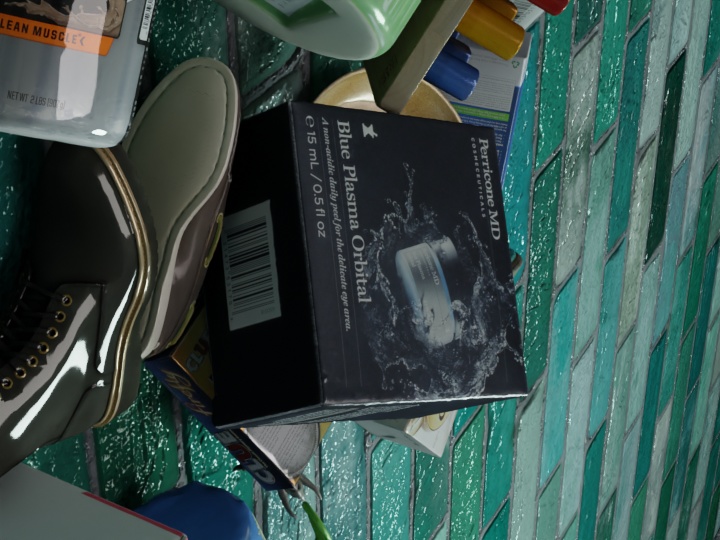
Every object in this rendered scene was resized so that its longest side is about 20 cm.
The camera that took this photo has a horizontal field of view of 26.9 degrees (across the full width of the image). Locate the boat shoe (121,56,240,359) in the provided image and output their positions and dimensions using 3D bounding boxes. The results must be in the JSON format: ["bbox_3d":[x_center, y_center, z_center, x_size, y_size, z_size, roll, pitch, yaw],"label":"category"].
[{"bbox_3d":[-0.120,-0.037,0.966,0.059,0.071,0.202,3,106,-72],"label":"boat shoe"}]

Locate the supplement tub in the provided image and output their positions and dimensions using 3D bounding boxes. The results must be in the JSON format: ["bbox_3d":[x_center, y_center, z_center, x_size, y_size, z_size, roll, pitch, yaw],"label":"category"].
[{"bbox_3d":[-0.153,-0.170,0.739,0.122,0.121,0.202,-3,106,-65],"label":"supplement tub"}]

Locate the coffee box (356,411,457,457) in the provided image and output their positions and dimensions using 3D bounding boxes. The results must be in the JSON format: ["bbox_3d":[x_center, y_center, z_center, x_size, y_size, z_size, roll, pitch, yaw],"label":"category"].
[{"bbox_3d":[0.061,0.059,1.414,0.202,0.079,0.113,-69,155,-12],"label":"coffee box"}]

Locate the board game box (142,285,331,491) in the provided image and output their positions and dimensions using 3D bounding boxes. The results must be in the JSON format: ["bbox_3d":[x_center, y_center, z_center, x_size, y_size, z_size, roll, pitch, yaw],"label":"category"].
[{"bbox_3d":[-0.053,0.035,1.077,0.136,0.034,0.201,49,51,-22],"label":"board game box"}]

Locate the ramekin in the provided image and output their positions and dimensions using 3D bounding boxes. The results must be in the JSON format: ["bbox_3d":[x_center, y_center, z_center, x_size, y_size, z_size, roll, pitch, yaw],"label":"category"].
[{"bbox_3d":[-0.040,-0.210,0.883,0.098,0.199,0.200,-62,155,-9],"label":"ramekin"}]

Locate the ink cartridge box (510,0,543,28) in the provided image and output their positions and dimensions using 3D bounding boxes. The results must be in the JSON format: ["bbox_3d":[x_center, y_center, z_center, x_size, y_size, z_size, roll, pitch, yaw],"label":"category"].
[{"bbox_3d":[0.140,-0.320,1.240,0.162,0.050,0.202,-40,-127,56],"label":"ink cartridge box"}]

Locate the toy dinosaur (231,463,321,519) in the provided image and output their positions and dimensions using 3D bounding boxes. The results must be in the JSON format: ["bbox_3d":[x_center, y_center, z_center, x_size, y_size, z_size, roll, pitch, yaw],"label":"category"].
[{"bbox_3d":[-0.078,0.078,1.143,0.103,0.076,0.202,64,21,-55],"label":"toy dinosaur"}]

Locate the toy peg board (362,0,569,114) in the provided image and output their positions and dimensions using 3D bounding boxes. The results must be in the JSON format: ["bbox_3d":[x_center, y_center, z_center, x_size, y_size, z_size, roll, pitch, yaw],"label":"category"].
[{"bbox_3d":[0.091,-0.215,1.088,0.200,0.097,0.201,-57,-160,21],"label":"toy peg board"}]

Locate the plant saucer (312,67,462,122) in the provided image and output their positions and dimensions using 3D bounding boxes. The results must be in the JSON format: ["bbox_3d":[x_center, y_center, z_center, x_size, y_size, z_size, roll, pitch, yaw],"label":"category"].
[{"bbox_3d":[0.010,-0.061,1.200,0.199,0.035,0.203,-2,94,-38],"label":"plant saucer"}]

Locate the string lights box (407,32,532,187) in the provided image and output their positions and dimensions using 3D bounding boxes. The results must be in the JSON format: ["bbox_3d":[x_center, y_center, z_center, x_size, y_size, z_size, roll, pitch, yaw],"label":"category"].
[{"bbox_3d":[0.077,-0.108,1.280,0.059,0.102,0.202,-69,170,-58],"label":"string lights box"}]

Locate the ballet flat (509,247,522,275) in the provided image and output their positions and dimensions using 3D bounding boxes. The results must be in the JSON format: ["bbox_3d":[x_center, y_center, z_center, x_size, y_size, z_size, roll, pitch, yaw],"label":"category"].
[{"bbox_3d":[0.060,0.048,1.324,0.199,0.067,0.064,-27,113,-11],"label":"ballet flat"}]

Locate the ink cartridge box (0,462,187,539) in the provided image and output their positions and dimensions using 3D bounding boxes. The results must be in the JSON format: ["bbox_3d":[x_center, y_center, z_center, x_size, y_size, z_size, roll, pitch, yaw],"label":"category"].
[{"bbox_3d":[-0.176,0.233,0.915,0.083,0.145,0.202,-44,142,-47],"label":"ink cartridge box"}]

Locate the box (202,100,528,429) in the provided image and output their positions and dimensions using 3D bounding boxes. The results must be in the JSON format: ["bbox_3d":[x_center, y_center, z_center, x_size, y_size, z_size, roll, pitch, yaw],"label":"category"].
[{"bbox_3d":[0.000,0.000,1.032,0.199,0.117,0.199,2,78,-43],"label":"box"}]

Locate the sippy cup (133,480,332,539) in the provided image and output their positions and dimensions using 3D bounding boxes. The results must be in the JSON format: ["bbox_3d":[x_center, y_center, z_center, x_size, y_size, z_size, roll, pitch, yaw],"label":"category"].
[{"bbox_3d":[-0.112,0.227,1.069,0.178,0.138,0.131,-56,148,-41],"label":"sippy cup"}]

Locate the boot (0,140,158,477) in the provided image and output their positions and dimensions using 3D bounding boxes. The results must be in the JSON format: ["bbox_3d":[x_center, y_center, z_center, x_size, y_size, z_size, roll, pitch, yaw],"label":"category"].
[{"bbox_3d":[-0.187,0.030,0.860,0.138,0.077,0.202,-36,135,-48],"label":"boot"}]
